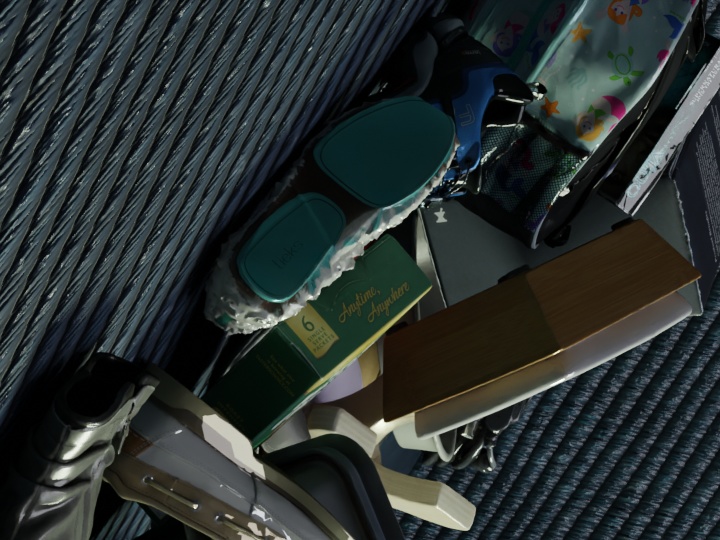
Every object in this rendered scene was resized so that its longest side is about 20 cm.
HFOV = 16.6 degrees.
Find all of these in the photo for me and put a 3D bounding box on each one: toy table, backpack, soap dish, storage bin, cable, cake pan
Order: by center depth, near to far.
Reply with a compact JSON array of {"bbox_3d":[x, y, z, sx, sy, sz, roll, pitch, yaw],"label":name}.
[{"bbox_3d":[-0.083,0.203,1.493,0.199,0.146,0.134,-22,180,44],"label":"storage bin"},{"bbox_3d":[0.137,-0.139,1.609,0.200,0.150,0.178,-49,-174,40],"label":"backpack"},{"bbox_3d":[0.120,0.037,1.684,0.157,0.082,0.200,-26,178,38],"label":"soap dish"},{"bbox_3d":[-0.013,0.139,1.724,0.183,0.117,0.201,23,74,-50],"label":"toy table"},{"bbox_3d":[0.041,0.045,1.866,0.200,0.036,0.202,-5,90,-81],"label":"cake pan"},{"bbox_3d":[0.105,0.067,1.981,0.163,0.051,0.201,-11,-120,69],"label":"cable"}]

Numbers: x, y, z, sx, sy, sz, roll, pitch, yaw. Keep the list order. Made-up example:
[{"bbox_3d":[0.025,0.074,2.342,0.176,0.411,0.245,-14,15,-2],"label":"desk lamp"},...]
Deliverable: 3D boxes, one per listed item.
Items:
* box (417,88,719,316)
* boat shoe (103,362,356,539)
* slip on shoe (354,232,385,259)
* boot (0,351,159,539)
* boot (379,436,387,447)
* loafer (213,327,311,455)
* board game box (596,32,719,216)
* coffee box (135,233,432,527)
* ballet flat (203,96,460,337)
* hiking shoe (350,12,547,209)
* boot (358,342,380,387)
[{"bbox_3d":[0.172,-0.058,1.869,0.197,0.199,0.125,-57,136,-56],"label":"box"},{"bbox_3d":[-0.069,0.134,1.371,0.069,0.200,0.075,-51,-152,-7],"label":"boat shoe"},{"bbox_3d":[0.000,0.000,1.685,0.074,0.061,0.200,-55,172,-2],"label":"slip on shoe"},{"bbox_3d":[-0.156,0.112,1.129,0.131,0.067,0.200,-64,179,20],"label":"boot"},{"bbox_3d":[0.033,0.056,2.109,0.168,0.076,0.200,-51,166,-13],"label":"boot"},{"bbox_3d":[-0.061,0.090,1.615,0.073,0.072,0.201,-47,167,-50],"label":"loafer"},{"bbox_3d":[0.164,-0.136,1.766,0.028,0.200,0.136,31,93,-42],"label":"board game box"},{"bbox_3d":[-0.052,0.068,1.454,0.123,0.044,0.200,-38,176,-47],"label":"coffee box"},{"bbox_3d":[-0.023,-0.030,1.381,0.200,0.072,0.072,-41,165,-39],"label":"ballet flat"},{"bbox_3d":[0.030,-0.065,1.471,0.200,0.086,0.074,-54,173,-22],"label":"hiking shoe"},{"bbox_3d":[-0.055,0.116,1.825,0.176,0.066,0.200,-66,167,19],"label":"boot"}]
